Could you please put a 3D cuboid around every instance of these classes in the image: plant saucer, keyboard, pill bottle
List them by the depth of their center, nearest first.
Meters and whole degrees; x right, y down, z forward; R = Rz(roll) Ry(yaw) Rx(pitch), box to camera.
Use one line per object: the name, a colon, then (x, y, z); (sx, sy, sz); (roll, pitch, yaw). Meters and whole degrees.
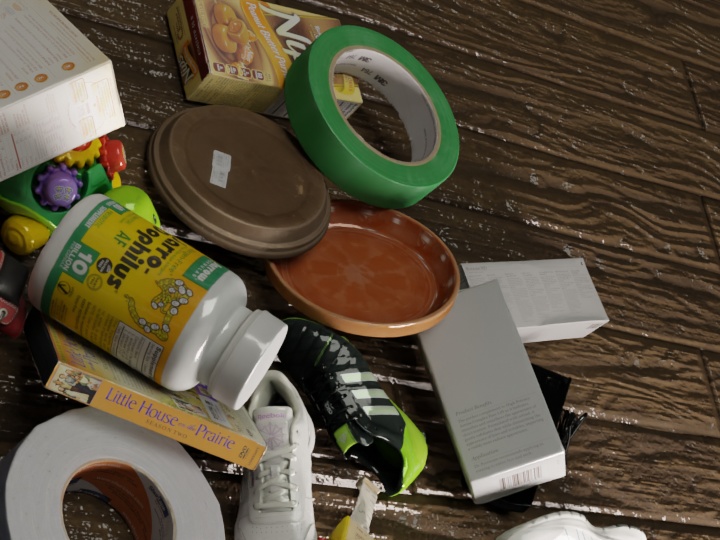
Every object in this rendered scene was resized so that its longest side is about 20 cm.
pill bottle: (-0.166, 0.031, 1.376); (0.200, 0.113, 0.113); (31, 42, 6)
plant saucer: (-0.116, -0.095, 1.639); (0.199, 0.030, 0.201); (19, 42, -18)
plant saucer: (0.000, 0.000, 1.647); (0.199, 0.032, 0.201); (10, 36, -7)
keyboard: (0.172, 0.182, 1.722); (0.104, 0.040, 0.200); (22, 45, 5)

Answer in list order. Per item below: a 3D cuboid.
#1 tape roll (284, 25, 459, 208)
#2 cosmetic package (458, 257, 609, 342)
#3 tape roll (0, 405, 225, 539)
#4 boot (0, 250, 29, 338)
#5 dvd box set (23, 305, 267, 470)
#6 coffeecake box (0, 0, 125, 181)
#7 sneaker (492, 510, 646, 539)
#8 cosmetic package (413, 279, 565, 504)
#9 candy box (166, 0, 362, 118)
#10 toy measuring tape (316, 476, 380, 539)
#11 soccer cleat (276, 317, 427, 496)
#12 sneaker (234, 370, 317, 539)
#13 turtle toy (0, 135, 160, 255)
tape roll: (0.013, -0.163, 1.733); (0.200, 0.048, 0.201); (23, 48, -28)
cosmetic package: (0.180, 0.035, 1.811); (0.199, 0.051, 0.083); (-2, 65, -41)
tape roll: (-0.211, 0.214, 1.336); (0.200, 0.066, 0.201); (22, 49, -28)
boot: (-0.353, 0.029, 1.347); (0.144, 0.072, 0.200); (42, 39, -11)
dvd box set: (-0.186, 0.098, 1.408); (0.200, 0.029, 0.146); (25, 9, -26)
coffeecake box: (-0.326, -0.145, 1.387); (0.200, 0.073, 0.153); (-27, 46, -22)
sneaker: (0.217, 0.293, 1.643); (0.199, 0.074, 0.087); (14, 58, -33)
cosmetic package: (0.126, 0.121, 1.648); (0.101, 0.074, 0.201); (-17, 62, -1)
candy box: (-0.101, -0.227, 1.756); (0.199, 0.055, 0.116); (6, 58, -38)
toy measuring tape: (-0.021, 0.257, 1.486); (0.074, 0.074, 0.200); (41, 20, -10)
soccer cleat: (-0.013, 0.128, 1.565); (0.200, 0.067, 0.081); (46, 33, -8)
sneaker: (-0.080, 0.179, 1.444); (0.075, 0.100, 0.201); (-7, 49, 4)
turtle toy: (-0.263, -0.084, 1.479); (0.200, 0.101, 0.146); (49, 42, -1)
